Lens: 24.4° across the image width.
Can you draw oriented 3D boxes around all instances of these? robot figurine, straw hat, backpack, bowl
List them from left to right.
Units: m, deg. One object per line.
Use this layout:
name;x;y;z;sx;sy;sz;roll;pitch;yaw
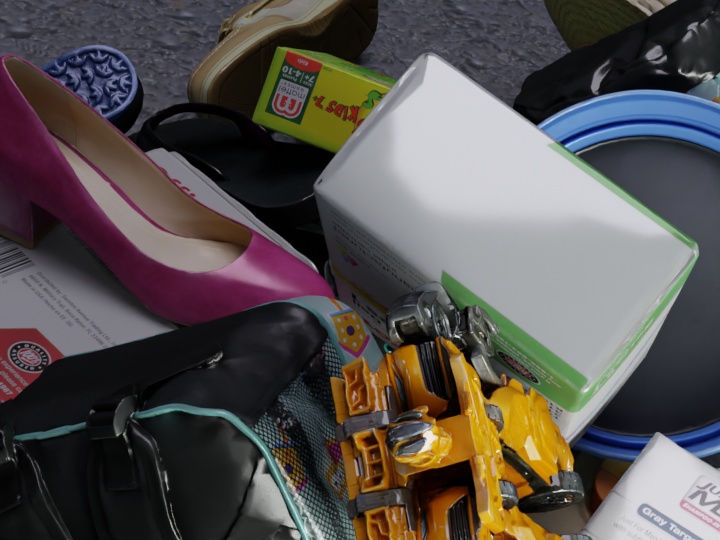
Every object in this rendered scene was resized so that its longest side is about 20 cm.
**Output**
backpack;-0.050;0.119;0.702;0.176;0.200;0.153;-17;14;31
robot figurine;0.045;0.090;0.637;0.058;0.200;0.145;-18;64;17
straw hat;0.170;-0.104;1.127;0.201;0.201;0.085;37;84;28
bowl;0.153;0.004;0.890;0.201;0.039;0.201;-2;77;7
backpack;0.193;-0.047;0.997;0.200;0.167;0.127;58;42;-13

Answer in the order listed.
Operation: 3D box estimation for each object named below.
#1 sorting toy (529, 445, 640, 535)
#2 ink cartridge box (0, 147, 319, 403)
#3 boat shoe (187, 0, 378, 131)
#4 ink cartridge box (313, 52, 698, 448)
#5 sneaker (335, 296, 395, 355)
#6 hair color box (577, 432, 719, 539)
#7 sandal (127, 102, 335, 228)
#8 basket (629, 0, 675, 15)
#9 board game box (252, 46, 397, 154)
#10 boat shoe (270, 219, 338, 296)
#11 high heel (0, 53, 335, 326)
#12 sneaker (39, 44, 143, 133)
sorting toy;0.095;0.132;0.858;0.200;0.036;0.185;27;40;18
ink cartridge box;-0.142;0.029;0.884;0.200;0.083;0.147;-24;51;-39
boat shoe;-0.063;-0.152;1.158;0.066;0.074;0.200;17;34;27
ink cartridge box;0.063;0.004;0.773;0.145;0.200;0.084;37;79;12
sneaker;-0.016;0.074;0.870;0.200;0.075;0.079;-33;47;-31
hair color box;0.118;0.178;0.742;0.100;0.061;0.200;32;59;20
sandal;-0.086;-0.074;1.004;0.200;0.048;0.075;13;46;43
basket;0.283;-0.165;1.148;0.200;0.123;0.136;37;10;-48
board game box;0.002;-0.099;1.036;0.102;0.048;0.200;21;8;3
boat shoe;0.000;0.000;0.985;0.200;0.072;0.071;20;45;27
high heel;-0.101;-0.038;0.832;0.200;0.096;0.067;24;39;12
sneaker;-0.227;-0.077;1.015;0.200;0.078;0.070;-18;79;-8
